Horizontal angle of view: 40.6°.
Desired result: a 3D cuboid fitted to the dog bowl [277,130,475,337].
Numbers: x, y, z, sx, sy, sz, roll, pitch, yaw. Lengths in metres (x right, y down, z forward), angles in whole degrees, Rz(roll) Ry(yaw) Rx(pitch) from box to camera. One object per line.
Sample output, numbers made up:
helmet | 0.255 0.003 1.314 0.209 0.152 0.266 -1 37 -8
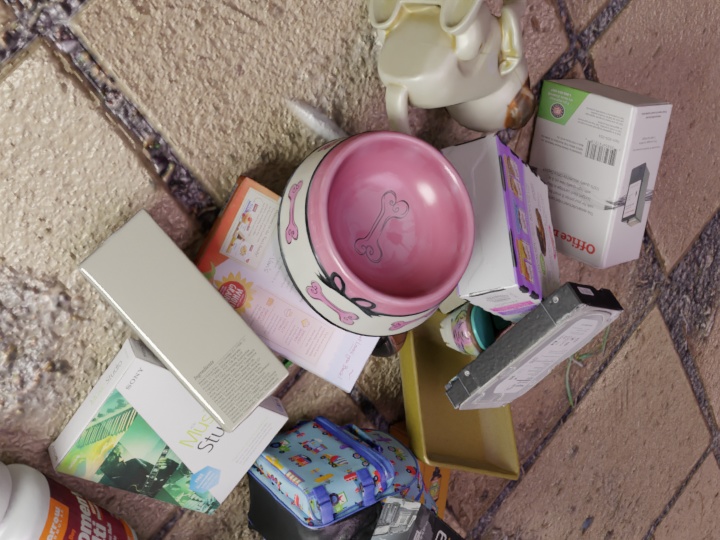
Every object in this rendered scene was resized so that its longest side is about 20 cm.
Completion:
dog bowl | 0.024 -0.042 0.930 0.197 0.074 0.204 6 75 -23

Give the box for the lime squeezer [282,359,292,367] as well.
lime squeezer | -0.140 0.122 1.042 0.198 0.037 0.072 -3 81 -40

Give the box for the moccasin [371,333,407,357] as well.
moccasin | 0.001 0.000 1.069 0.203 0.073 0.078 55 48 -24

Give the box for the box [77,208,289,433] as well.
box | -0.160 0.047 0.883 0.082 0.068 0.201 -41 96 -13

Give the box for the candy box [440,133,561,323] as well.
candy box | 0.167 -0.039 1.114 0.199 0.070 0.171 24 57 -61

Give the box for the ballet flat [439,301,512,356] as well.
ballet flat | 0.139 0.063 1.191 0.200 0.070 0.070 -28 105 -64

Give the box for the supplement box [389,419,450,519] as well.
supplement box | 0.071 0.295 1.284 0.066 0.068 0.204 -11 118 -38

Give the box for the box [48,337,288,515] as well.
box | -0.187 0.162 0.974 0.199 0.036 0.145 29 105 -38

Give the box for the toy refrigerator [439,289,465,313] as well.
toy refrigerator | 0.075 -0.049 1.099 0.069 0.076 0.201 -30 132 7

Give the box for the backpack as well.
backpack | -0.013 0.246 1.099 0.197 0.182 0.137 -15 115 -29

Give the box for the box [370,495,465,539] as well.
box | 0.049 0.362 1.016 0.158 0.049 0.202 48 57 -40

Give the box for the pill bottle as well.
pill bottle | -0.304 0.246 0.894 0.110 0.109 0.200 -51 135 -10

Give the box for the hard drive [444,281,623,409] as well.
hard drive | 0.204 0.093 1.145 0.200 0.038 0.139 -42 154 23

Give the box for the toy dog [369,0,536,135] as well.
toy dog | 0.112 -0.214 1.016 0.199 0.138 0.198 21 76 -53

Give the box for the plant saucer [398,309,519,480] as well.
plant saucer | 0.113 0.156 1.211 0.198 0.048 0.203 20 55 -45

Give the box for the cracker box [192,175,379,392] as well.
cracker box | -0.065 0.014 0.972 0.198 0.058 0.135 31 89 -15

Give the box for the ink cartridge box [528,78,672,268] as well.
ink cartridge box | 0.288 -0.124 1.218 0.083 0.145 0.204 -11 117 -38
